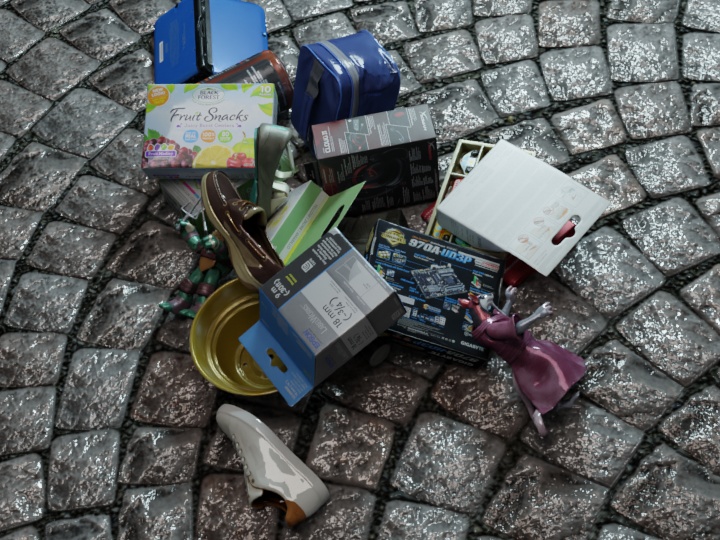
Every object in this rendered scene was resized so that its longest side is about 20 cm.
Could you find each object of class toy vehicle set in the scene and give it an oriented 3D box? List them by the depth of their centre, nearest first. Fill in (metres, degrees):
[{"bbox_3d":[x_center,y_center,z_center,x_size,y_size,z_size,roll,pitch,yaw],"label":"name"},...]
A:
[{"bbox_3d":[0.182,-0.105,1.705,0.124,0.027,0.200,11,60,18],"label":"toy vehicle set"}]

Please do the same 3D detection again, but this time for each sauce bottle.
[{"bbox_3d":[-0.037,0.061,1.624,0.065,0.065,0.200,-38,61,-18],"label":"sauce bottle"}]

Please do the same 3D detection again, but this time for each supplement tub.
[{"bbox_3d":[-0.213,-0.275,1.848,0.200,0.107,0.107,-28,57,-12],"label":"supplement tub"}]

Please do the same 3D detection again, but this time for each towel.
[{"bbox_3d":[0.209,-0.071,1.706,0.145,0.022,0.200,-40,58,-16],"label":"towel"}]

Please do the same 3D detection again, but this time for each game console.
[{"bbox_3d":[-0.264,-0.384,1.983,0.171,0.118,0.200,-28,50,27],"label":"game console"}]

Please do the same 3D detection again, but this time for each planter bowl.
[{"bbox_3d":[-0.134,0.105,1.592,0.200,0.083,0.201,-4,56,5],"label":"planter bowl"}]

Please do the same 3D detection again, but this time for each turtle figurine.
[{"bbox_3d":[-0.223,-0.025,1.657,0.101,0.150,0.200,23,81,-22],"label":"turtle figurine"}]

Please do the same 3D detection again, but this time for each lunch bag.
[{"bbox_3d":[-0.036,-0.263,1.769,0.132,0.200,0.136,-18,51,-27],"label":"lunch bag"}]

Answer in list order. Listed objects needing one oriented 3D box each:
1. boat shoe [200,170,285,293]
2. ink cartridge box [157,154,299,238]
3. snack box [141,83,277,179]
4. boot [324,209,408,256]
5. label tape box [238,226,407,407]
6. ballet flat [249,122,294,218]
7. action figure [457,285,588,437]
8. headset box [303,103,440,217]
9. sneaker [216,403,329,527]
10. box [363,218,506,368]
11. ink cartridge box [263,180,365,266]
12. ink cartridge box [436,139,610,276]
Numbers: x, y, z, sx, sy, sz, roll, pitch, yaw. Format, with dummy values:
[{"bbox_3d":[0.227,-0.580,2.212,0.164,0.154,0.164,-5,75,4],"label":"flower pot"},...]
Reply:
[{"bbox_3d":[-0.161,-0.067,1.596,0.072,0.072,0.200,-38,62,26],"label":"boat shoe"},{"bbox_3d":[-0.208,-0.151,1.791,0.200,0.059,0.104,-36,59,-16],"label":"ink cartridge box"},{"bbox_3d":[-0.231,-0.215,1.746,0.200,0.053,0.142,0,73,5],"label":"snack box"},{"bbox_3d":[0.000,0.000,1.672,0.130,0.068,0.200,-7,55,18],"label":"boot"},{"bbox_3d":[-0.062,0.060,1.498,0.200,0.063,0.144,-39,56,-5],"label":"label tape box"},{"bbox_3d":[-0.132,-0.131,1.673,0.064,0.200,0.067,4,45,-7],"label":"ballet flat"},{"bbox_3d":[0.207,0.104,1.522,0.200,0.134,0.149,35,90,0],"label":"action figure"},{"bbox_3d":[0.016,-0.161,1.715,0.200,0.149,0.075,-11,54,0],"label":"headset box"},{"bbox_3d":[-0.138,0.258,1.495,0.200,0.073,0.085,38,66,26],"label":"sneaker"},{"bbox_3d":[0.095,0.033,1.580,0.200,0.046,0.159,17,65,-9],"label":"box"},{"bbox_3d":[-0.091,-0.068,1.652,0.048,0.200,0.146,40,61,-16],"label":"ink cartridge box"},{"bbox_3d":[0.235,-0.085,1.640,0.200,0.047,0.160,34,68,25],"label":"ink cartridge box"}]
